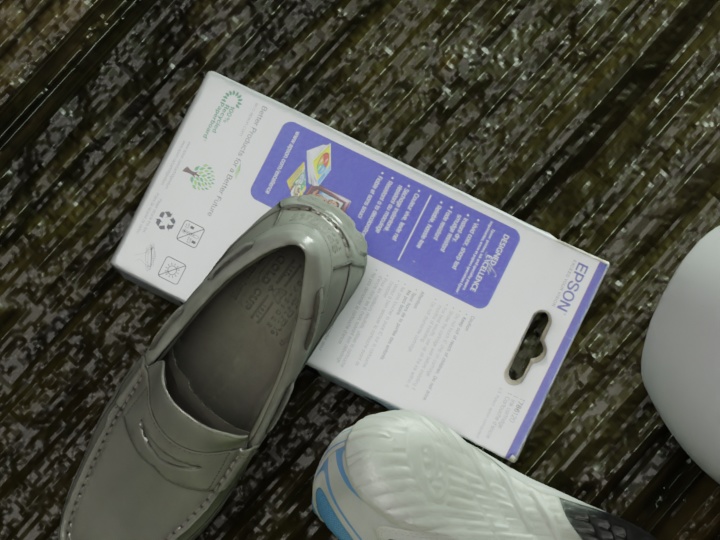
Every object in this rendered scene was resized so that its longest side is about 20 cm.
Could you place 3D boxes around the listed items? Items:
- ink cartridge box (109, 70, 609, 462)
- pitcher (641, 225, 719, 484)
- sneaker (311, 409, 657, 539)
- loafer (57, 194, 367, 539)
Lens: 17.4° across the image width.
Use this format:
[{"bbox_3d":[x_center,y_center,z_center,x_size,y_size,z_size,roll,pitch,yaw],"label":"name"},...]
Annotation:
[{"bbox_3d":[0.000,0.000,1.028,0.199,0.039,0.100,27,82,10],"label":"ink cartridge box"},{"bbox_3d":[0.230,0.057,0.965,0.199,0.171,0.122,29,109,28],"label":"pitcher"},{"bbox_3d":[0.069,0.129,0.992,0.199,0.073,0.072,34,61,-3],"label":"sneaker"},{"bbox_3d":[-0.070,0.055,0.983,0.070,0.070,0.201,34,106,6],"label":"loafer"}]
